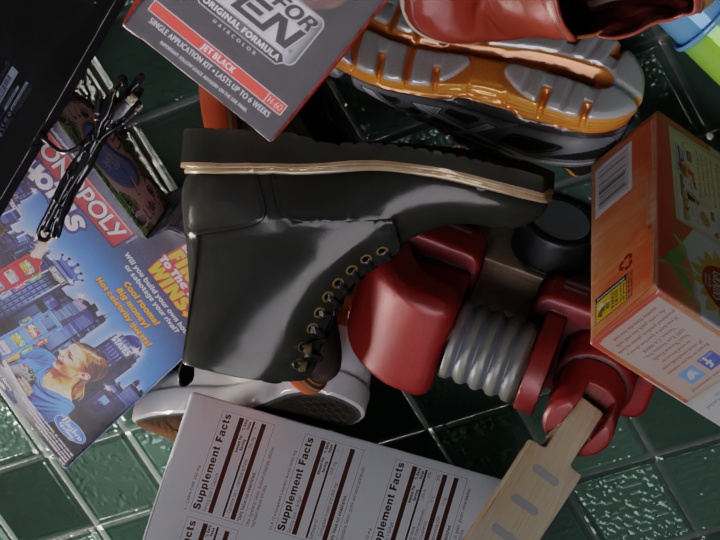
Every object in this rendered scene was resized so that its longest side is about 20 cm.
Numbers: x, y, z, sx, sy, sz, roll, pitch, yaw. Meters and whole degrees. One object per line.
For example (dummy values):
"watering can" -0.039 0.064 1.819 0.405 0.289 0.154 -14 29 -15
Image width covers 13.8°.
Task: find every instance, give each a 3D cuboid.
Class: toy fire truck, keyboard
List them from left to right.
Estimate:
"keyboard" -0.179 -0.081 1.639 0.127 0.021 0.201 45 112 32
"toy fire truck" 0.070 0.061 1.617 0.175 0.200 0.129 20 128 2

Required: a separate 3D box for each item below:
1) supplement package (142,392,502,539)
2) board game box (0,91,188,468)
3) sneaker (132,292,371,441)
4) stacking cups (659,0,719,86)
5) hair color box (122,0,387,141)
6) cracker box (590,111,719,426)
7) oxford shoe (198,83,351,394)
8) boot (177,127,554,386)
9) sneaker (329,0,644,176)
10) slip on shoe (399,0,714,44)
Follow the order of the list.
"supplement package" -0.023 0.195 1.735 0.199 0.148 0.192 15 156 7
"board game box" -0.149 -0.011 1.723 0.199 0.062 0.200 -27 110 28
"sneaker" -0.057 0.057 1.751 0.073 0.085 0.199 28 153 -34
"stacking cups" 0.164 -0.143 1.534 0.200 0.061 0.061 40 127 -8
"hair color box" -0.021 -0.176 1.510 0.101 0.061 0.200 37 104 -8
"cracker box" 0.210 0.024 1.562 0.199 0.134 0.058 31 129 -24
"oxford shoe" -0.033 -0.033 1.627 0.072 0.071 0.201 -12 93 21
"boot" 0.000 0.000 1.568 0.199 0.077 0.139 5 92 18
"sneaker" 0.051 -0.101 1.591 0.199 0.079 0.077 21 149 11
"slip on shoe" 0.100 -0.145 1.490 0.199 0.061 0.074 -5 125 35
